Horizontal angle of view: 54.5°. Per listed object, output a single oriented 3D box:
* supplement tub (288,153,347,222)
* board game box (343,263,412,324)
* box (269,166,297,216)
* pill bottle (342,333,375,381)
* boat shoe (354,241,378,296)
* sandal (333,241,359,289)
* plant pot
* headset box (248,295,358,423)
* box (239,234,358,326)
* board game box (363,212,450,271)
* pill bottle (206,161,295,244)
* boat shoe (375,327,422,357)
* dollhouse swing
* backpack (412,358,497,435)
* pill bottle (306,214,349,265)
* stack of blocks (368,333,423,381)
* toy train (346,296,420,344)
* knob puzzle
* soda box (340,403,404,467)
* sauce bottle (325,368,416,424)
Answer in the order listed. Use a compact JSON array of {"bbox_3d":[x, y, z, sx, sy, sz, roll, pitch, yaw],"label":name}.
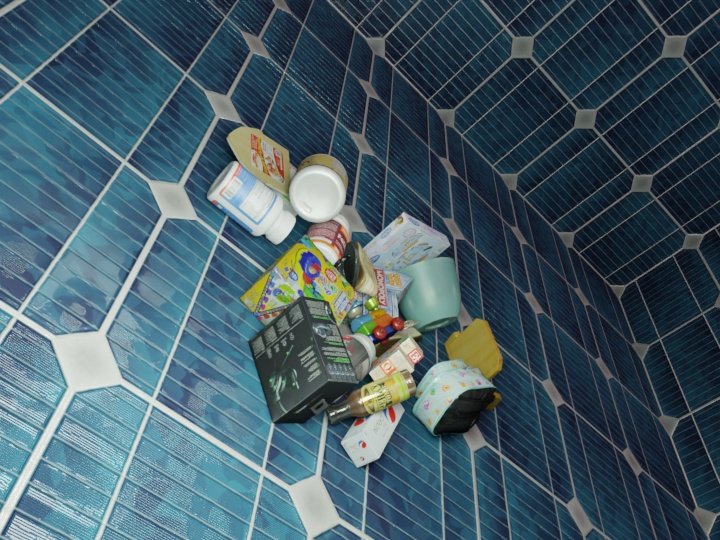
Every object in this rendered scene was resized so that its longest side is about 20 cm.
[{"bbox_3d":[-0.105,-0.219,1.812,0.145,0.145,0.200,43,16,-14],"label":"supplement tub"},{"bbox_3d":[0.042,0.058,1.813,0.197,0.062,0.202,10,42,-14],"label":"board game box"},{"bbox_3d":[-0.233,-0.250,1.873,0.200,0.041,0.157,41,30,-22],"label":"box"},{"bbox_3d":[-0.042,0.207,1.543,0.111,0.110,0.200,54,27,5],"label":"pill bottle"},{"bbox_3d":[0.000,0.000,1.760,0.064,0.071,0.201,34,23,-26],"label":"boat shoe"},{"bbox_3d":[-0.046,0.029,1.675,0.047,0.203,0.075,2,24,-30],"label":"sandal"},{"bbox_3d":[0.194,0.078,1.975,0.199,0.199,0.163,8,60,-52],"label":"plant pot"},{"bbox_3d":[-0.114,0.186,1.389,0.092,0.174,0.202,14,44,-48],"label":"headset box"},{"bbox_3d":[-0.132,0.059,1.572,0.193,0.122,0.200,48,28,-8],"label":"box"},{"bbox_3d":[0.123,-0.059,2.012,0.198,0.200,0.042,24,36,-42],"label":"board game box"},{"bbox_3d":[-0.253,-0.153,1.650,0.199,0.112,0.113,40,29,-23],"label":"pill bottle"},{"bbox_3d":[0.082,0.176,1.821,0.066,0.074,0.199,46,24,26],"label":"boat shoe"},{"bbox_3d":[0.363,0.261,2.021,0.181,0.175,0.202,23,38,-42],"label":"dollhouse swing"},{"bbox_3d":[0.223,0.319,1.747,0.153,0.177,0.199,45,24,26],"label":"backpack"},{"bbox_3d":[-0.091,-0.063,1.784,0.114,0.114,0.201,43,29,-15],"label":"pill bottle"},{"bbox_3d":[0.087,0.214,1.648,0.059,0.115,0.200,51,4,2],"label":"stack of blocks"},{"bbox_3d":[0.052,0.113,1.710,0.199,0.085,0.116,-20,70,-46],"label":"toy train"},{"bbox_3d":[-0.265,-0.288,1.794,0.219,0.030,0.222,35,35,-29],"label":"knob puzzle"},{"bbox_3d":[0.030,0.341,1.536,0.069,0.063,0.200,57,28,-6],"label":"soda box"},{"bbox_3d":[0.023,0.275,1.498,0.065,0.198,0.066,159,-91,-76],"label":"sauce bottle"}]
